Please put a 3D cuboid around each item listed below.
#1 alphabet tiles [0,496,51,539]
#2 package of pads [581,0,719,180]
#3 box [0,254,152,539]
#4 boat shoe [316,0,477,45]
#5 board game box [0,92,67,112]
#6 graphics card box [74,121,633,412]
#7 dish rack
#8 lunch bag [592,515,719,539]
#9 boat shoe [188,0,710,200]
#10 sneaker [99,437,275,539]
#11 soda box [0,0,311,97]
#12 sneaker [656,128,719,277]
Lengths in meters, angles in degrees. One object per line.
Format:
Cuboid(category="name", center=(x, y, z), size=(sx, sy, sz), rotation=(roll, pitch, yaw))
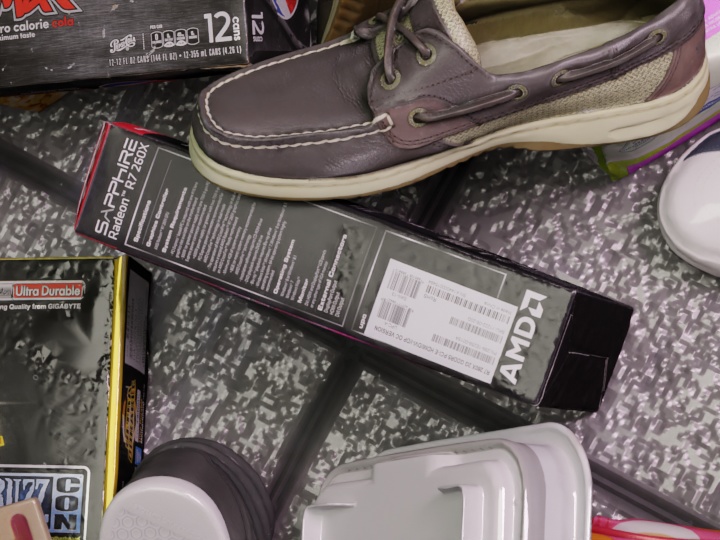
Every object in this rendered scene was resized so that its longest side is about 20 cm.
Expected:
Cuboid(category="alphabet tiles", center=(-0.197, 0.160, 1.001), size=(0.199, 0.008, 0.168), rotation=(-18, 91, 13))
Cuboid(category="package of pads", center=(0.110, -0.155, 1.081), size=(0.154, 0.068, 0.201), rotation=(-30, 73, 4))
Cuboid(category="box", center=(-0.190, 0.076, 1.114), size=(0.199, 0.049, 0.161), rotation=(0, 81, 13))
Cuboid(category="boat shoe", center=(0.018, -0.120, 1.045), size=(0.073, 0.200, 0.065), rotation=(3, 50, -1))
Cuboid(category="board game box", center=(-0.101, -0.184, 1.121), size=(0.200, 0.046, 0.152), rotation=(-32, 73, 22))
Cuboid(category="graphics card box", center=(0.000, 0.000, 1.043), size=(0.199, 0.125, 0.051), rotation=(19, 91, 16))
Cuboid(category="dish rack", center=(0.020, 0.159, 0.995), size=(0.043, 0.171, 0.201), rotation=(10, 76, -29))
Cuboid(category="lunch bag", center=(0.138, 0.188, 1.000), size=(0.199, 0.082, 0.177), rotation=(6, 83, 17))
Cuboid(category="boat shoe", center=(0.033, -0.078, 0.988), size=(0.200, 0.066, 0.072), rotation=(-9, 45, -5))
Cuboid(category="sneaker", center=(-0.061, 0.158, 1.060), size=(0.070, 0.099, 0.201), rotation=(-1, 109, 9))
Cuboid(category="soda box", center=(-0.122, -0.107, 1.065), size=(0.199, 0.063, 0.071), rotation=(-3, 92, 23))
Cuboid(category="sneaker", center=(0.205, -0.053, 1.004), size=(0.198, 0.130, 0.080), rotation=(-8, 76, 12))
